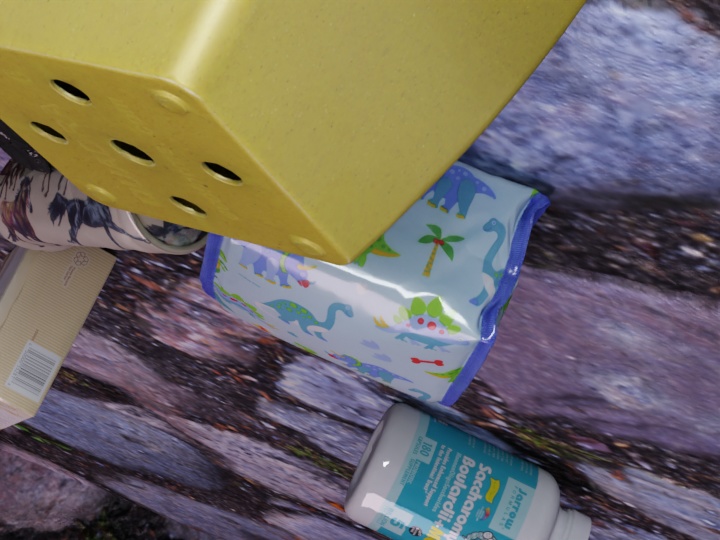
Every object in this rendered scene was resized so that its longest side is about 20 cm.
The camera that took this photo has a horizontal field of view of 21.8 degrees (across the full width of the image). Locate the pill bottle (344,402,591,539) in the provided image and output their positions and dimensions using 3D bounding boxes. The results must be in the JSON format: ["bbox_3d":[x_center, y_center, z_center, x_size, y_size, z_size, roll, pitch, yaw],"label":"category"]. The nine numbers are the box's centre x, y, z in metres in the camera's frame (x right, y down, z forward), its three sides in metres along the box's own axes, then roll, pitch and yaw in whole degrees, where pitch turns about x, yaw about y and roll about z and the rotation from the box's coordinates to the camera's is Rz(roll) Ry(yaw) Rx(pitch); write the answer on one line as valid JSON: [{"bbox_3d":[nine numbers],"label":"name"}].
[{"bbox_3d":[0.095,0.202,1.607,0.200,0.111,0.111,25,164,-3],"label":"pill bottle"}]

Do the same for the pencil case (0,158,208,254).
[{"bbox_3d":[-0.167,-0.050,1.256,0.089,0.078,0.200,-13,-171,-37],"label":"pencil case"}]

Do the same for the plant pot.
[{"bbox_3d":[-0.047,-0.118,0.695,0.200,0.177,0.200,14,161,32],"label":"plant pot"}]

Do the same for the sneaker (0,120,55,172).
[{"bbox_3d":[-0.202,-0.102,1.186,0.199,0.060,0.104,20,161,37],"label":"sneaker"}]

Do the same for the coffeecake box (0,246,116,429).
[{"bbox_3d":[-0.297,0.052,1.628,0.073,0.154,0.200,29,164,-13],"label":"coffeecake box"}]

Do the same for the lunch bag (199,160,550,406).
[{"bbox_3d":[0.000,0.000,1.087,0.170,0.128,0.200,24,154,1],"label":"lunch bag"}]
